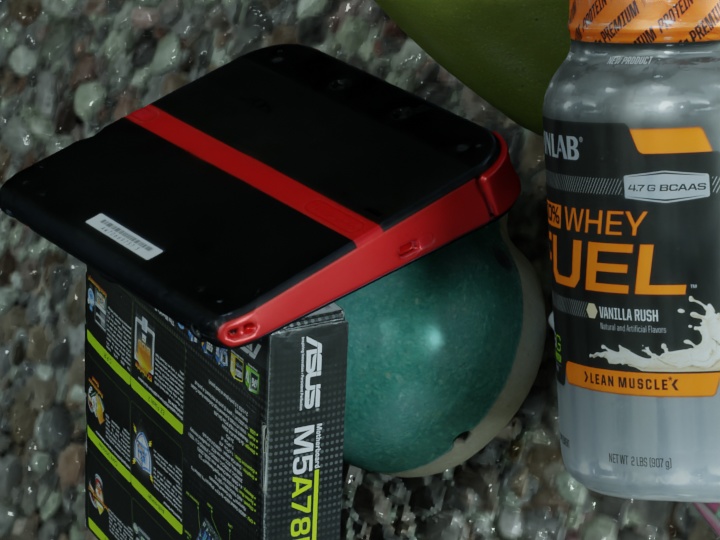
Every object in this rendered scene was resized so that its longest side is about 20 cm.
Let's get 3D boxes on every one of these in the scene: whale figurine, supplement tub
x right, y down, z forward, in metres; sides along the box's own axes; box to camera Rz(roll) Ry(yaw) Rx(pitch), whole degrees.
[{"bbox_3d":[0.000,0.000,1.315,0.159,0.104,0.200,-42,52,22],"label":"whale figurine"},{"bbox_3d":[0.136,-0.015,1.132,0.122,0.122,0.201,3,101,39],"label":"supplement tub"}]

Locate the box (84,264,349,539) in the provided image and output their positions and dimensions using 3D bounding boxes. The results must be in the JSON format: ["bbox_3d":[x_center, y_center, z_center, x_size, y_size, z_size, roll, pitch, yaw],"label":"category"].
[{"bbox_3d":[-0.071,0.074,1.307,0.200,0.047,0.194,36,132,54],"label":"box"}]

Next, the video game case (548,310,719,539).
[{"bbox_3d":[0.194,0.011,1.210,0.200,0.022,0.182,-50,53,17],"label":"video game case"}]

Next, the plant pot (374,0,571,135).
[{"bbox_3d":[0.059,-0.173,1.253,0.187,0.200,0.188,-12,70,36],"label":"plant pot"}]

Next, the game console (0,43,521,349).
[{"bbox_3d":[-0.045,-0.037,1.274,0.177,0.031,0.200,-31,35,-25],"label":"game console"}]
